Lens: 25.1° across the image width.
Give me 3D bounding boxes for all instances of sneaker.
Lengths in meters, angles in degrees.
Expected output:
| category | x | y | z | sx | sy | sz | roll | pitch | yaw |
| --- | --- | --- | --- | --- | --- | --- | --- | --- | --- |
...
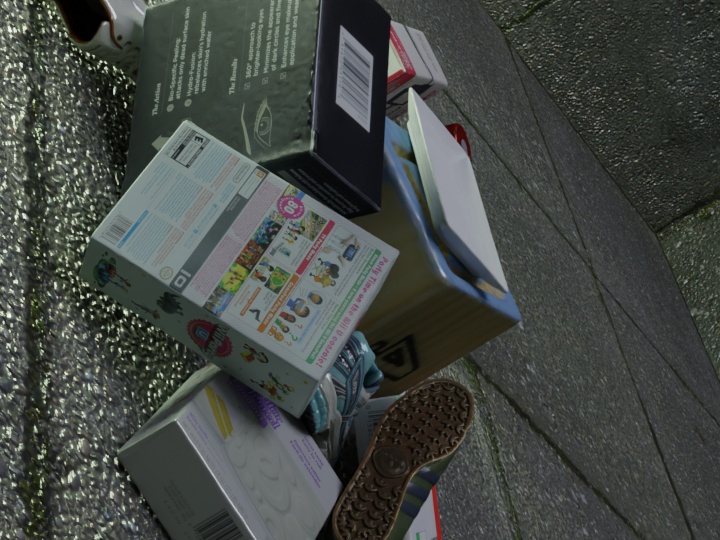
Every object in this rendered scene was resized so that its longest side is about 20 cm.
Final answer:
| category | x | y | z | sx | sy | sz | roll | pitch | yaw |
| --- | --- | --- | --- | --- | --- | --- | --- | --- | --- |
| sneaker | -0.018 | 0.108 | 1.357 | 0.078 | 0.086 | 0.200 | 54 | -12 | 14 |
| sneaker | -0.219 | -0.203 | 1.465 | 0.200 | 0.072 | 0.085 | 49 | 40 | -28 |
| sneaker | 0.024 | 0.180 | 1.350 | 0.067 | 0.090 | 0.200 | 31 | 48 | 10 |

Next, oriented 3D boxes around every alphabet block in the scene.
| category | x | y | z | sx | sy | sz | roll | pitch | yaw |
| --- | --- | --- | --- | --- | --- | --- | --- | --- | --- |
| alphabet block | 0.000 | 0.000 | 1.489 | 0.196 | 0.199 | 0.197 | 28 | 36 | -59 |

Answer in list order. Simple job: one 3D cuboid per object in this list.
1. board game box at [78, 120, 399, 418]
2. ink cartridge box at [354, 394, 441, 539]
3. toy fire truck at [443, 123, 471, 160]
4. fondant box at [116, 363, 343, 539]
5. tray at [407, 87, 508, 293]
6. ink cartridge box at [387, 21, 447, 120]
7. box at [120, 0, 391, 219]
| category | x | y | z | sx | sy | sz | roll | pitch | yaw |
| --- | --- | --- | --- | --- | --- | --- | --- | --- | --- |
| board game box | -0.091 | -0.004 | 1.235 | 0.199 | 0.064 | 0.148 | 32 | 52 | 3 |
| ink cartridge box | 0.054 | 0.196 | 1.483 | 0.200 | 0.050 | 0.163 | 7 | 75 | -67 |
| toy fire truck | 0.084 | -0.095 | 2.078 | 0.200 | 0.111 | 0.170 | -22 | 100 | -72 |
| fondant box | -0.092 | 0.151 | 1.212 | 0.145 | 0.058 | 0.200 | 57 | 16 | -6 |
| tray | 0.081 | -0.071 | 1.456 | 0.107 | 0.022 | 0.201 | 45 | 22 | -37 |
| ink cartridge box | 0.009 | -0.237 | 2.011 | 0.085 | 0.144 | 0.200 | 62 | 17 | 7 |
| box | -0.087 | -0.141 | 1.385 | 0.117 | 0.199 | 0.198 | 37 | 49 | -50 |
